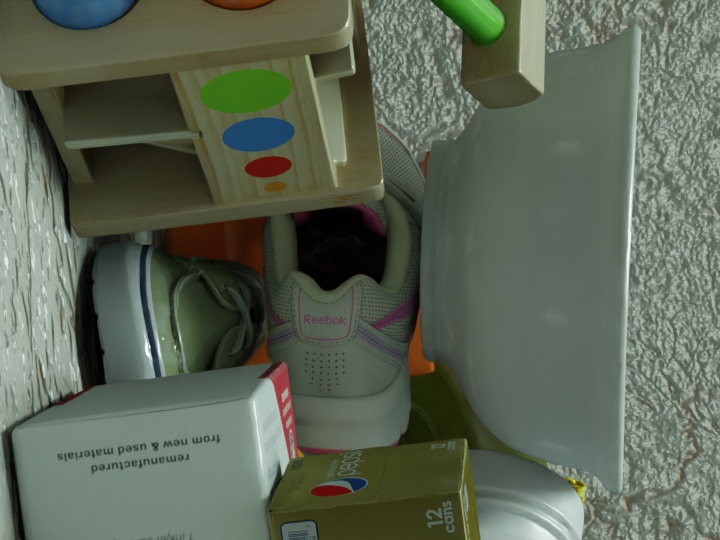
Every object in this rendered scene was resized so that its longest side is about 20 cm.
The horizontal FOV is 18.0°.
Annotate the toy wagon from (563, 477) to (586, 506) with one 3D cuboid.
[{"bbox_3d":[0.087,0.207,1.185,0.155,0.039,0.202,53,43,-87],"label":"toy wagon"}]

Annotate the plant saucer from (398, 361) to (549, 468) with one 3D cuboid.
[{"bbox_3d":[0.047,0.099,1.302,0.200,0.031,0.201,48,-33,45],"label":"plant saucer"}]

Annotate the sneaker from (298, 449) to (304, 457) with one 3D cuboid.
[{"bbox_3d":[-0.053,0.159,0.918,0.078,0.076,0.202,72,13,-86],"label":"sneaker"}]

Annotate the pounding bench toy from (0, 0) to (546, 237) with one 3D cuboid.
[{"bbox_3d":[-0.028,-0.111,0.846,0.156,0.198,0.125,79,5,-67],"label":"pounding bench toy"}]

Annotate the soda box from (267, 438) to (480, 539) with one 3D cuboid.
[{"bbox_3d":[0.017,0.162,0.743,0.068,0.063,0.202,-66,149,-79],"label":"soda box"}]

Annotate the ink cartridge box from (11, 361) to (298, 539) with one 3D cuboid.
[{"bbox_3d":[-0.057,0.141,0.790,0.146,0.082,0.202,-51,134,-87],"label":"ink cartridge box"}]

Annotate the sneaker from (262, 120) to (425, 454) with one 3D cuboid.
[{"bbox_3d":[-0.002,-0.014,1.003,0.201,0.081,0.089,-90,-178,-51],"label":"sneaker"}]

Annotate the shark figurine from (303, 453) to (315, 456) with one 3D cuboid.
[{"bbox_3d":[-0.009,0.128,1.354,0.215,0.127,0.090,76,14,-66],"label":"shark figurine"}]

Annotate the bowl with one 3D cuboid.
[{"bbox_3d":[0.074,-0.007,0.982,0.201,0.089,0.203,3,90,-84],"label":"bowl"}]

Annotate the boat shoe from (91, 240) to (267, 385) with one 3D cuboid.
[{"bbox_3d":[-0.075,0.018,0.973,0.200,0.061,0.073,-78,161,-83],"label":"boat shoe"}]

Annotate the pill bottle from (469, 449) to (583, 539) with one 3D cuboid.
[{"bbox_3d":[0.042,0.181,0.948,0.109,0.108,0.201,80,18,-50],"label":"pill bottle"}]

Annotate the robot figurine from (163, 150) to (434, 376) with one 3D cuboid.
[{"bbox_3d":[0.000,0.000,1.176,0.117,0.198,0.145,-91,173,-66],"label":"robot figurine"}]
